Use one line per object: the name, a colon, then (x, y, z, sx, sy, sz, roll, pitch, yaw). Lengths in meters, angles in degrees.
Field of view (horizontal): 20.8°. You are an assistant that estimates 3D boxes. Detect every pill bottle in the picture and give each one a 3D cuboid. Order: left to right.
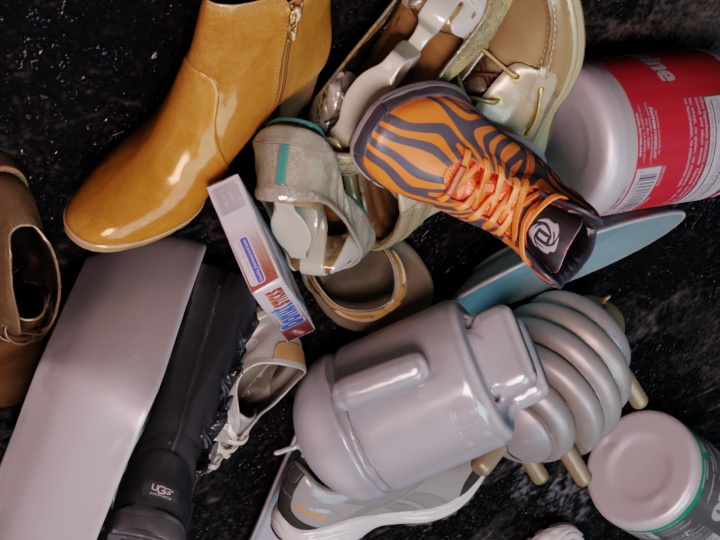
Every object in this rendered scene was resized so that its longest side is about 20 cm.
pill bottle: (0.216, -0.103, 1.431, 0.199, 0.112, 0.113, -10, 135, -36)
pill bottle: (0.301, 0.210, 1.851, 0.113, 0.113, 0.200, -46, 145, 8)

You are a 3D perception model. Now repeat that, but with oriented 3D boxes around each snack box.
snack box: (-0.061, -0.004, 1.252, 0.024, 0.072, 0.200, -25, 169, -1)

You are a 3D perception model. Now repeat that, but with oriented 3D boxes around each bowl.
bowl: (-0.171, 0.082, 1.244, 0.074, 0.201, 0.201, 22, 124, -5)

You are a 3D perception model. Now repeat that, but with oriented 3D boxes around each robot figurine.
robot figurine: (0.034, 0.096, 1.427, 0.199, 0.114, 0.170, -25, 155, 12)

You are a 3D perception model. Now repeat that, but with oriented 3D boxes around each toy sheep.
toy sheep: (0.151, 0.094, 1.562, 0.200, 0.137, 0.139, -50, 155, -35)

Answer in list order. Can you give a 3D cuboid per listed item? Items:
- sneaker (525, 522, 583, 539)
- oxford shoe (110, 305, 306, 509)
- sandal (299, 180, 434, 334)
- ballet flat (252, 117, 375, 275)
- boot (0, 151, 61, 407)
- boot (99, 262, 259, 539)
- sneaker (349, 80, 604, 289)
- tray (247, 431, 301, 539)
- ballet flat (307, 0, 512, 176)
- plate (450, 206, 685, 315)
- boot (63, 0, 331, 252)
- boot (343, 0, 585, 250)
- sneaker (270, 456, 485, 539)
sneaker: (0.143, 0.328, 1.853, 0.200, 0.079, 0.074, -42, 146, 7)
oxford shoe: (-0.111, 0.112, 1.414, 0.200, 0.058, 0.075, -48, 147, 14)
sandal: (0.000, 0.000, 1.394, 0.080, 0.054, 0.200, -40, 145, 0)
ballet flat: (-0.035, -0.030, 1.242, 0.067, 0.063, 0.200, 2, 159, 14)
boot: (-0.219, 0.027, 1.206, 0.073, 0.076, 0.201, -23, 143, -26)
boot: (-0.126, 0.116, 1.323, 0.065, 0.201, 0.165, 18, 148, -10)
sneaker: (0.087, -0.052, 1.232, 0.199, 0.112, 0.078, 14, 113, -47)
tray: (-0.031, 0.157, 1.566, 0.107, 0.022, 0.201, -7, 133, -39)
ballet flat: (0.034, -0.143, 1.237, 0.200, 0.071, 0.071, -51, 144, 4)
plate: (0.151, -0.013, 1.490, 0.199, 0.026, 0.200, -21, 170, -4)
boot: (-0.097, -0.109, 1.165, 0.201, 0.071, 0.145, -36, 155, -27)
boot: (0.065, -0.111, 1.306, 0.155, 0.073, 0.201, -28, 150, -32)
sneaker: (0.024, 0.157, 1.537, 0.199, 0.074, 0.080, -17, 134, -29)
